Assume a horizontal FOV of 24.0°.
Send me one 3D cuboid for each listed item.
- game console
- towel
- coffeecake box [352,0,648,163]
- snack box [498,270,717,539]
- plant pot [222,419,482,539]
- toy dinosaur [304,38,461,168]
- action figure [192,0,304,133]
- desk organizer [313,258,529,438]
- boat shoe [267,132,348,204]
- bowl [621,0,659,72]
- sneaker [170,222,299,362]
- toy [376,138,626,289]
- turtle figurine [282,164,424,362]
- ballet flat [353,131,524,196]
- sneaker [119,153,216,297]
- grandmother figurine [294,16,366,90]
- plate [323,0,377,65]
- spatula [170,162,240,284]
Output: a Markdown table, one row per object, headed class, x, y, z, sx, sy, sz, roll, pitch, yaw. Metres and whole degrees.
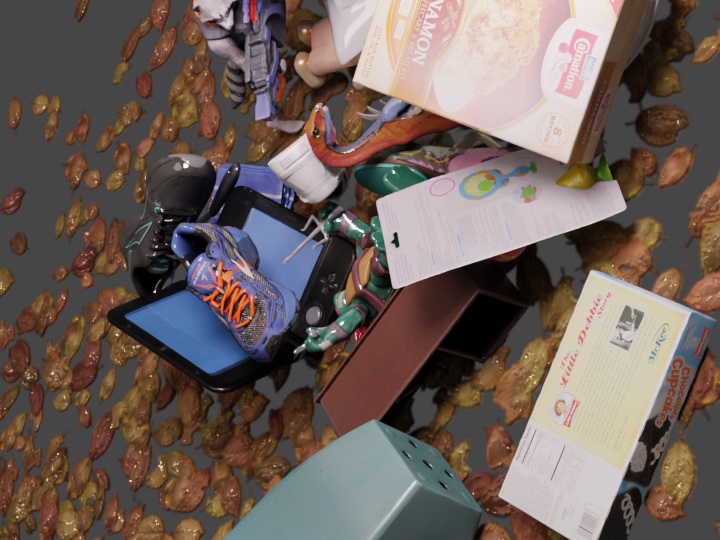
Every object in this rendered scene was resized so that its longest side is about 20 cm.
| class | x | y | z | sx | sy | sz | roll | pitch | yaw |
| --- | --- | --- | --- | --- | --- | --- | --- | --- | --- |
| game console | -0.126 | 0.014 | 1.663 | 0.200 | 0.116 | 0.177 | 29 | 97 | 41 |
| towel | -0.137 | -0.015 | 1.787 | 0.144 | 0.024 | 0.201 | 11 | 84 | 52 |
| coffeecake box | 0.114 | -0.192 | 1.373 | 0.199 | 0.073 | 0.154 | 23 | 103 | 21 |
| snack box | 0.192 | 0.111 | 1.328 | 0.116 | 0.037 | 0.201 | 26 | 96 | 51 |
| plant pot | -0.005 | 0.237 | 1.434 | 0.200 | 0.141 | 0.141 | -52 | 42 | 12 |
| toy dinosaur | 0.045 | -0.147 | 1.511 | 0.181 | 0.105 | 0.200 | -44 | 42 | -3 |
| action figure | -0.118 | -0.214 | 1.711 | 0.104 | 0.194 | 0.201 | -9 | 57 | 16 |
| desk organizer | 0.053 | 0.073 | 1.485 | 0.200 | 0.071 | 0.077 | -54 | 44 | 20 |
| boat shoe | -0.041 | -0.097 | 1.632 | 0.072 | 0.069 | 0.200 | -37 | 3 | 0 |
| bowl | 0.167 | -0.240 | 1.433 | 0.200 | 0.090 | 0.202 | 3 | 97 | 24 |
| sneaker | -0.124 | 0.019 | 1.575 | 0.076 | 0.078 | 0.200 | -60 | 38 | 14 |
| toy | 0.119 | -0.043 | 1.414 | 0.199 | 0.047 | 0.115 | -21 | 40 | 10 |
| turtle figurine | 0.000 | 0.000 | 1.550 | 0.200 | 0.100 | 0.150 | 127 | 146 | -48 |
| ballet flat | 0.080 | -0.095 | 1.536 | 0.199 | 0.069 | 0.071 | 11 | 65 | 48 |
| sneaker | -0.197 | -0.045 | 1.761 | 0.200 | 0.075 | 0.080 | 123 | 147 | -50 |
| grandmother figurine | 0.020 | -0.238 | 1.669 | 0.199 | 0.060 | 0.122 | -4 | 85 | 46 |
| plate | 0.031 | -0.319 | 1.650 | 0.199 | 0.032 | 0.200 | -39 | 35 | 19 |
| spatula | -0.170 | -0.057 | 1.809 | 0.200 | 0.020 | 0.057 | -46 | 35 | 45 |
